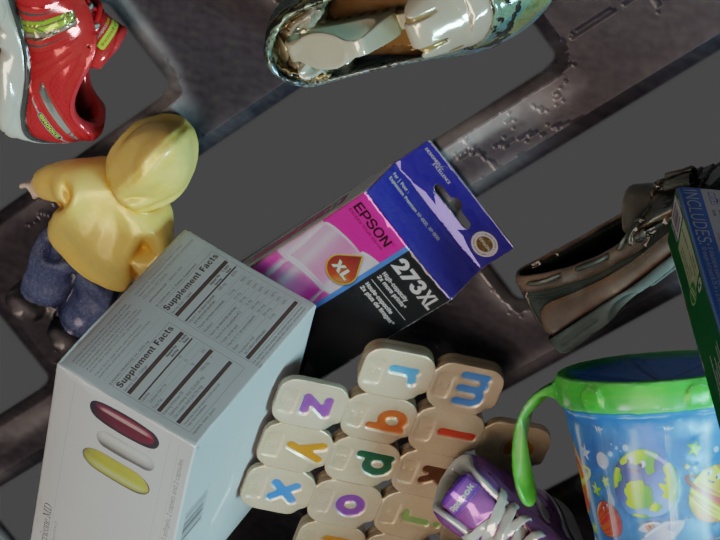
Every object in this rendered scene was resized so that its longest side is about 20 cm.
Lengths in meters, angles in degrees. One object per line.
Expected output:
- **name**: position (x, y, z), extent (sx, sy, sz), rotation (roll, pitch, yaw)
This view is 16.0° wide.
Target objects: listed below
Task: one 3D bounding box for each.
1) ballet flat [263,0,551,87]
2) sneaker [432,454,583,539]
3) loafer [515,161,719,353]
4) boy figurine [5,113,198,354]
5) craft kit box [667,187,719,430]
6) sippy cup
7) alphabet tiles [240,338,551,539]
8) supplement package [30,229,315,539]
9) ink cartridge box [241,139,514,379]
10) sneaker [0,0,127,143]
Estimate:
- **ballet flat**: position (0.026, -0.153, 1.601), extent (0.199, 0.074, 0.075), rotation (-13, 112, 29)
- **sneaker**: position (0.104, 0.188, 1.671), extent (0.114, 0.201, 0.073), rotation (35, 96, -29)
- **loafer**: position (0.172, -0.021, 1.614), extent (0.063, 0.072, 0.200), rotation (47, 128, 0)
- **boy figurine**: position (-0.177, -0.034, 1.762), extent (0.124, 0.064, 0.200), rotation (36, 125, 3)
- **craft kit box**: position (0.287, 0.025, 1.470), extent (0.196, 0.201, 0.049), rotation (2, 123, -4)
- **sippy cup**: position (0.195, 0.124, 1.622), extent (0.177, 0.139, 0.132), rotation (1, 99, 52)
- **alphabet tiles**: position (0.023, 0.132, 1.757), extent (0.194, 0.015, 0.201), rotation (12, 126, -13)
- **supplement package**: position (-0.130, 0.107, 1.737), extent (0.110, 0.156, 0.201), rotation (29, 138, 14)
- **ink cartridge box**: position (0.000, 0.000, 1.723), extent (0.199, 0.037, 0.095), rotation (-33, 102, 32)
- **sneaker**: position (-0.196, -0.173, 1.696), extent (0.084, 0.077, 0.201), rotation (8, 128, 6)
